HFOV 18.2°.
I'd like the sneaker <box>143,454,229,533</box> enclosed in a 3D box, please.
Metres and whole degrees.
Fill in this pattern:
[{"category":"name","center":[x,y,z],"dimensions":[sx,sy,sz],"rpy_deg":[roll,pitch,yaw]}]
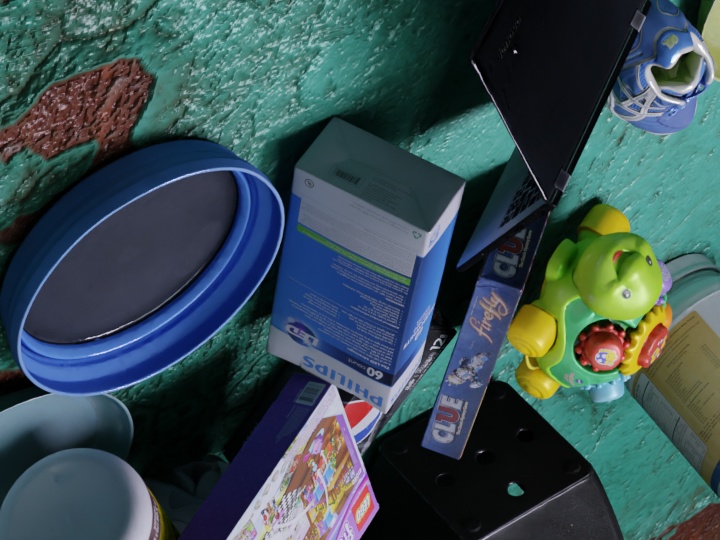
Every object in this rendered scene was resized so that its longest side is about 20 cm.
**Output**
[{"category":"sneaker","center":[-0.133,0.207,1.728],"dimensions":[0.075,0.115,0.200],"rpy_deg":[-16,179,-36]}]

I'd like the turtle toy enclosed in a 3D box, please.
[{"category":"turtle toy","center":[0.194,0.029,1.788],"dimensions":[0.146,0.101,0.200],"rpy_deg":[-54,157,-19]}]

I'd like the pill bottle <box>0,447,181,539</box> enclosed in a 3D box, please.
[{"category":"pill bottle","center":[-0.175,0.211,1.579],"dimensions":[0.109,0.109,0.200],"rpy_deg":[-35,151,-7]}]

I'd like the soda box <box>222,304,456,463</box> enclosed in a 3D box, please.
[{"category":"soda box","center":[-0.017,0.094,1.700],"dimensions":[0.063,0.071,0.200],"rpy_deg":[5,128,-48]}]

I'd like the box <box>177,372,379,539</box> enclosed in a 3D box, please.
[{"category":"box","center":[-0.063,0.191,1.597],"dimensions":[0.200,0.039,0.137],"rpy_deg":[-54,141,-36]}]

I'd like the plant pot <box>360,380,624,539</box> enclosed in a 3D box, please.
[{"category":"plant pot","center":[0.105,0.218,1.920],"dimensions":[0.199,0.200,0.178],"rpy_deg":[-27,138,-22]}]

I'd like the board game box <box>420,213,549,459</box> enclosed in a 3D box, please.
[{"category":"board game box","center":[0.098,0.030,1.707],"dimensions":[0.200,0.034,0.136],"rpy_deg":[106,4,-46]}]

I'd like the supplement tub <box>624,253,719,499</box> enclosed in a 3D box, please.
[{"category":"supplement tub","center":[0.321,0.097,1.976],"dimensions":[0.144,0.200,0.145],"rpy_deg":[-28,150,-18]}]

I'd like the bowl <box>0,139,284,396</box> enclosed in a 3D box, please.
[{"category":"bowl","center":[-0.142,-0.003,1.444],"dimensions":[0.200,0.039,0.201],"rpy_deg":[-30,151,-18]}]

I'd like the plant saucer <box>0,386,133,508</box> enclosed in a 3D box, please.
[{"category":"plant saucer","center":[-0.248,0.145,1.544],"dimensions":[0.200,0.027,0.201],"rpy_deg":[-29,150,-19]}]

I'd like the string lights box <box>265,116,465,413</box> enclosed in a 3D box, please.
[{"category":"string lights box","center":[0.000,0.000,1.539],"dimensions":[0.059,0.102,0.200],"rpy_deg":[-54,165,-37]}]

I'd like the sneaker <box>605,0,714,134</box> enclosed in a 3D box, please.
[{"category":"sneaker","center":[0.216,-0.140,1.635],"dimensions":[0.076,0.077,0.200],"rpy_deg":[-42,154,1]}]

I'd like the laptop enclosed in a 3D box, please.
[{"category":"laptop","center":[0.104,-0.132,1.483],"dimensions":[0.200,0.116,0.188],"rpy_deg":[-38,-160,56]}]

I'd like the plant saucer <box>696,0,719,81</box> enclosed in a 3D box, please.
[{"category":"plant saucer","center":[0.325,-0.227,1.690],"dimensions":[0.199,0.031,0.200],"rpy_deg":[-29,151,-18]}]
